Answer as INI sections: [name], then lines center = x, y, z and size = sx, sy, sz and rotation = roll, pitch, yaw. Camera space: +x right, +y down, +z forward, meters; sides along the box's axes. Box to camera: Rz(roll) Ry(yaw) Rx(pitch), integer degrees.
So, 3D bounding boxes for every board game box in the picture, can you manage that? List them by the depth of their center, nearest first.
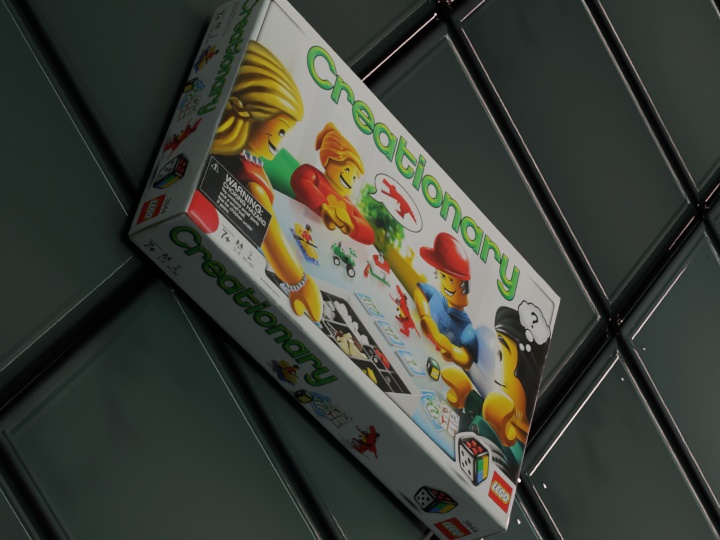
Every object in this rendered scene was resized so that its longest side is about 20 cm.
[board game box]
center = 0.000, 0.000, 0.977
size = 0.200, 0.035, 0.127
rotation = 45, 42, -30
